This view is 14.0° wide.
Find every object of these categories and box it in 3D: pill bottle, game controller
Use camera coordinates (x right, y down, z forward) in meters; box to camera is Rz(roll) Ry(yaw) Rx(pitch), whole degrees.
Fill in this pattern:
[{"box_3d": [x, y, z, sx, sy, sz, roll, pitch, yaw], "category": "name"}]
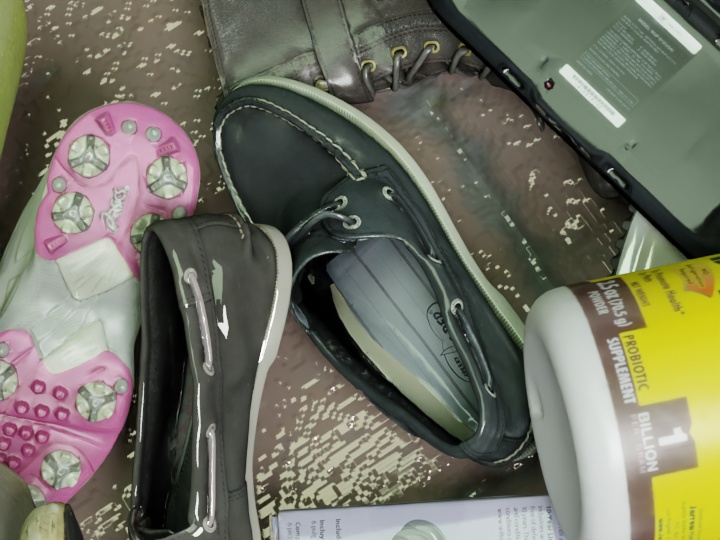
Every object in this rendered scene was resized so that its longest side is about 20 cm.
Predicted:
[{"box_3d": [0.169, 0.043, 1.112, 0.199, 0.109, 0.110, -12, 69, -7], "category": "pill bottle"}, {"box_3d": [0.117, -0.090, 1.176, 0.104, 0.042, 0.200, -45, 74, 0], "category": "game controller"}]

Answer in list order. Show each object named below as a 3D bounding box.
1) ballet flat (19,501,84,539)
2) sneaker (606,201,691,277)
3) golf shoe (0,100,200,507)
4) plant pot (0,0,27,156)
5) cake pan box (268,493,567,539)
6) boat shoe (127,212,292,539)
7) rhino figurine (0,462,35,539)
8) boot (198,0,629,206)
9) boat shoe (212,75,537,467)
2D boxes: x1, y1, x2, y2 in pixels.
[{"box_3d": [-0.129, 0.188, 1.110, 0.056, 0.066, 0.201, 4, 88, 7], "category": "ballet flat"}, {"box_3d": [0.164, -0.022, 1.194, 0.093, 0.070, 0.201, 14, 71, 19], "category": "sneaker"}, {"box_3d": [-0.125, 0.021, 1.230, 0.075, 0.092, 0.201, 25, 97, -12], "category": "golf shoe"}, {"box_3d": [-0.222, -0.056, 1.198, 0.199, 0.201, 0.185, 7, 45, 11], "category": "plant pot"}, {"box_3d": [0.061, 0.187, 1.144, 0.183, 0.052, 0.201, -6, 70, 5], "category": "cake pan box"}, {"box_3d": [-0.073, 0.075, 1.175, 0.057, 0.067, 0.201, 7, 90, -34], "category": "boat shoe"}, {"box_3d": [-0.148, 0.168, 1.172, 0.087, 0.060, 0.201, -20, 88, 7], "category": "rhino figurine"}, {"box_3d": [0.023, -0.089, 1.251, 0.173, 0.069, 0.201, -23, 68, 7], "category": "boot"}, {"box_3d": [-0.001, 0.002, 1.197, 0.074, 0.066, 0.200, -41, 79, 29], "category": "boat shoe"}]
